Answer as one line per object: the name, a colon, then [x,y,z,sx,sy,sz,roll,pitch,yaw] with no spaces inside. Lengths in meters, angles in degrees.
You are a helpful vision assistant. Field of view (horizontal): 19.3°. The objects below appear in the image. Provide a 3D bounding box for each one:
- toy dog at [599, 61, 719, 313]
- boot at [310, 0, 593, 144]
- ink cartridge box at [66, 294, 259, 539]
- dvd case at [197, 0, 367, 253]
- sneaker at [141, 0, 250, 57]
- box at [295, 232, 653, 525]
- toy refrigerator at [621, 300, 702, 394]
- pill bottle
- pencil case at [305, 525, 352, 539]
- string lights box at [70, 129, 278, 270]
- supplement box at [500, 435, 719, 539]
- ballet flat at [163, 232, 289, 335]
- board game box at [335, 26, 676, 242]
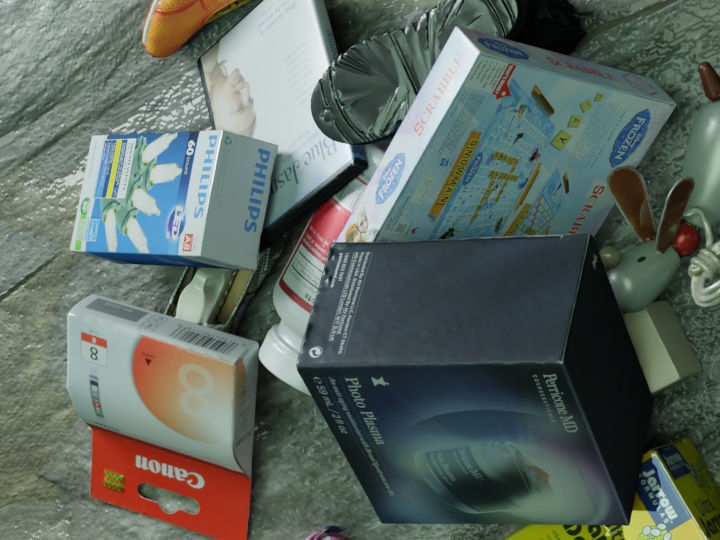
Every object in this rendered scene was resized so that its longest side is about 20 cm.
toy dog: [0.239,-0.071,1.549,0.096,0.200,0.132,43,155,-21]
boot: [0.073,-0.160,1.622,0.198,0.162,0.074,-34,80,20]
ink cartridge box: [-0.169,0.133,1.764,0.162,0.050,0.201,15,116,21]
dvd case: [-0.066,-0.128,1.701,0.143,0.018,0.201,-37,54,34]
sneaker: [-0.106,-0.243,1.745,0.077,0.073,0.200,46,111,4]
box: [0.086,0.081,1.513,0.198,0.200,0.124,-3,49,23]
toy refrigerator: [0.156,0.094,1.645,0.200,0.076,0.070,-29,81,22]
pill bottle: [0.000,0.000,1.686,0.112,0.112,0.200,32,104,18]
pencil case: [-0.070,0.299,1.744,0.200,0.083,0.087,-46,76,19]
string lights box: [-0.153,-0.057,1.720,0.200,0.059,0.103,2,80,53]
supplement box: [0.183,0.225,1.621,0.200,0.109,0.110,-34,79,20]
ballet flat: [-0.109,-0.011,1.756,0.072,0.072,0.201,29,102,19]
board game box: [0.108,-0.071,1.580,0.200,0.199,0.041,-60,41,24]
